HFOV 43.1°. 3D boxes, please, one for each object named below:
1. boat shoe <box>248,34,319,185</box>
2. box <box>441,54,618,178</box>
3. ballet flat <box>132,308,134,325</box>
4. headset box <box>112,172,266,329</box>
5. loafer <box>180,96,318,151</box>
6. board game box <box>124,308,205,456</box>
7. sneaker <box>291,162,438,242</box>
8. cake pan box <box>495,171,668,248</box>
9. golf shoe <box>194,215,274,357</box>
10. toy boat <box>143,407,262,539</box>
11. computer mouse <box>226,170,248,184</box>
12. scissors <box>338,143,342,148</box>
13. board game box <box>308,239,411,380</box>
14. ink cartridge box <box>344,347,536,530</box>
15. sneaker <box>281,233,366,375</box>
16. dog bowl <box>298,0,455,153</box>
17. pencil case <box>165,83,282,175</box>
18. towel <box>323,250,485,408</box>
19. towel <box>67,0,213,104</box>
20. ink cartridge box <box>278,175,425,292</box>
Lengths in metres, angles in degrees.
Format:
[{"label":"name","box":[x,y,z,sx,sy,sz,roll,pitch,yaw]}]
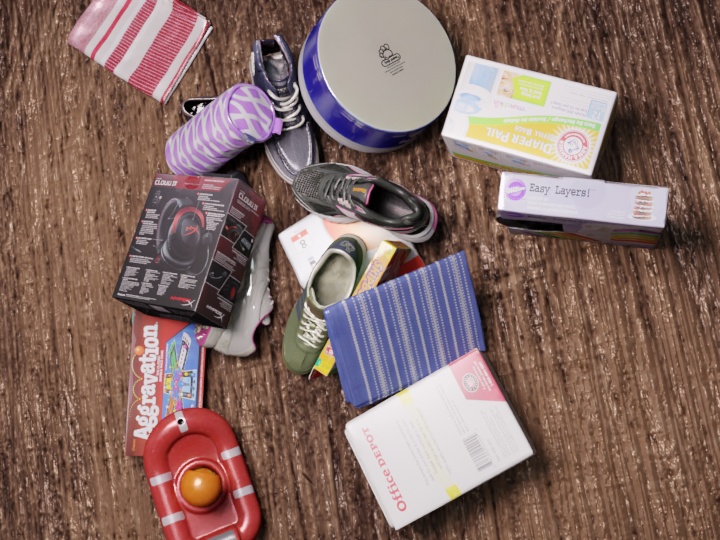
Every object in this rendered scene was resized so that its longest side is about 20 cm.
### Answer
[{"label":"boat shoe","box":[-0.104,-0.214,1.214,0.074,0.093,0.203,-19,87,-8]},{"label":"box","box":[0.218,-0.185,1.170,0.197,0.101,0.114,17,86,15]},{"label":"ballet flat","box":[-0.268,-0.010,1.290,0.071,0.068,0.203,10,80,2]},{"label":"headset box","box":[-0.220,-0.038,1.197,0.147,0.075,0.203,6,72,30]},{"label":"loafer","box":[-0.160,-0.212,1.286,0.197,0.063,0.073,7,83,14]},{"label":"board game box","box":[-0.266,0.152,1.251,0.101,0.019,0.204,3,88,-13]},{"label":"sneaker","box":[0.003,-0.099,1.172,0.197,0.086,0.082,14,84,15]},{"label":"cake pan box","box":[0.264,-0.071,1.100,0.197,0.184,0.053,8,84,14]},{"label":"golf shoe","box":[-0.154,0.025,1.257,0.091,0.075,0.202,28,75,-20]},{"label":"toy boat","box":[-0.206,0.276,1.178,0.129,0.131,0.203,-19,80,-14]},{"label":"computer mouse","box":[-0.195,-0.053,1.252,0.058,0.034,0.203,-20,51,43]},{"label":"scissors","box":[-0.004,-0.273,1.285,0.073,0.014,0.202,30,91,13]},{"label":"board game box","box":[-0.001,0.054,1.169,0.030,0.095,0.202,33,99,12]},{"label":"ink cartridge box","box":[0.100,0.212,1.151,0.198,0.083,0.147,-30,76,8]},{"label":"sneaker","box":[-0.055,0.047,1.179,0.066,0.090,0.202,26,98,3]},{"label":"dog bowl","box":[0.023,-0.262,1.192,0.197,0.079,0.204,5,77,-21]},{"label":"pencil case","box":[-0.187,-0.181,1.224,0.199,0.085,0.085,-17,60,51]},{"label":"towel","box":[0.057,0.074,1.142,0.198,0.024,0.147,-22,113,-15]},{"label":"towel","box":[-0.334,-0.358,1.372,0.199,0.023,0.145,33,91,16]},{"label":"ink cartridge box","box":[0.000,0.000,1.225,0.161,0.050,0.202,-30,73,8]}]
